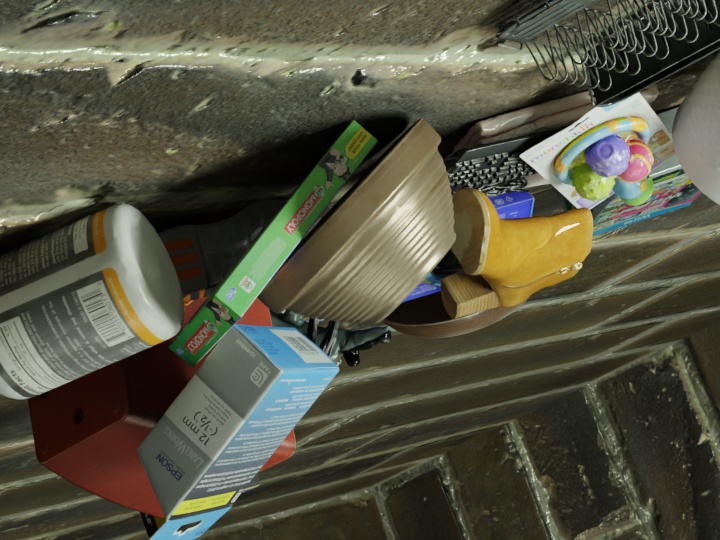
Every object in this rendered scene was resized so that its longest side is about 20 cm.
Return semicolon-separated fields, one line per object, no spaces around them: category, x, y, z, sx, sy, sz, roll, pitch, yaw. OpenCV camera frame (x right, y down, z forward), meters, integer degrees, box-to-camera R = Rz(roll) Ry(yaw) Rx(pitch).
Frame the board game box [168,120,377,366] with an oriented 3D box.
board game box;-0.071;-0.021;1.372;0.200;0.029;0.135;-53;-174;-29

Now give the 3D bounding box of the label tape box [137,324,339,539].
label tape box;-0.120;0.141;1.439;0.200;0.066;0.143;-50;164;10

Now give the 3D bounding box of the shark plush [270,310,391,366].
shark plush;-0.067;0.067;1.708;0.199;0.084;0.091;7;-153;40

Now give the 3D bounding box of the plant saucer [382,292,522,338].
plant saucer;0.106;0.018;1.804;0.199;0.035;0.200;-15;-156;7

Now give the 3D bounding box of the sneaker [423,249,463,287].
sneaker;0.081;-0.025;1.640;0.199;0.083;0.071;15;180;-35

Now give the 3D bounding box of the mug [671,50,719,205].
mug;0.393;-0.170;1.520;0.200;0.147;0.176;-48;172;-32

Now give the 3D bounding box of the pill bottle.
pill bottle;-0.251;0.034;1.357;0.199;0.117;0.116;-22;168;10

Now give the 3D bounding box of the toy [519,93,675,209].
toy;0.230;-0.094;1.539;0.115;0.047;0.200;-33;160;14

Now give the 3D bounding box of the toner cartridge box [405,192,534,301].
toner cartridge box;0.075;-0.026;1.707;0.199;0.043;0.095;-15;136;-22

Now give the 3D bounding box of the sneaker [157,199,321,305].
sneaker;-0.127;-0.009;1.508;0.199;0.078;0.112;-6;169;-34

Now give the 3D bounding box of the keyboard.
keyboard;0.141;-0.091;1.534;0.199;0.021;0.127;-13;163;-30

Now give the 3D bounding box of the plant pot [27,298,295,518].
plant pot;-0.206;0.105;1.603;0.199;0.201;0.176;-29;152;34

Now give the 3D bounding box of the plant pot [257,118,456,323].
plant pot;0.012;-0.022;1.400;0.201;0.093;0.201;-46;-176;4

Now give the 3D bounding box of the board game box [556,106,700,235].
board game box;0.305;-0.107;1.783;0.147;0.065;0.200;-18;168;-12

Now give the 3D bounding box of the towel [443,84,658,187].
towel;0.164;-0.113;1.602;0.190;0.032;0.200;-16;168;-20

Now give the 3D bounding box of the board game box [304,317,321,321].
board game box;-0.048;0.016;1.795;0.135;0.035;0.200;-13;165;-30

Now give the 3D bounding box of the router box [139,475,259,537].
router box;-0.199;0.164;1.797;0.052;0.201;0.157;-11;164;-42

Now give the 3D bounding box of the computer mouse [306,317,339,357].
computer mouse;0.000;0.000;1.516;0.034;0.201;0.059;25;178;-31

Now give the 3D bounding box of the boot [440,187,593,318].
boot;0.148;-0.034;1.554;0.143;0.071;0.201;-22;153;-15

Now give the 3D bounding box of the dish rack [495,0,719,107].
dish rack;0.201;-0.187;1.293;0.153;0.055;0.200;-29;165;30
